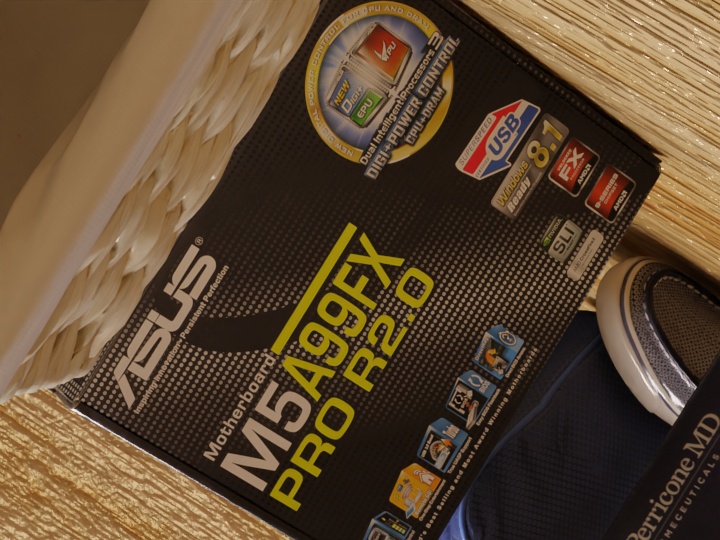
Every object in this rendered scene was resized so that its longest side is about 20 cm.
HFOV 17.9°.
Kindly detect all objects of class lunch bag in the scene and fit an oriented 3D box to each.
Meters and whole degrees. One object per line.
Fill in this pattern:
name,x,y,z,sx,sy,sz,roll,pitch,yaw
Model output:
lunch bag,0.079,0.104,1.163,0.132,0.200,0.136,0,123,47

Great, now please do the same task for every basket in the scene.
basket,-0.084,-0.079,0.566,0.135,0.201,0.123,32,-177,10

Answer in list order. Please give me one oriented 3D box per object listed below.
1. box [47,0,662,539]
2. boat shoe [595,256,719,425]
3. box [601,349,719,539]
box,0.000,0.000,0.863,0.160,0.200,0.044,34,176,-27
boat shoe,0.208,0.060,1.112,0.200,0.075,0.093,44,145,-20
box,0.221,0.112,0.920,0.200,0.148,0.104,30,176,31
